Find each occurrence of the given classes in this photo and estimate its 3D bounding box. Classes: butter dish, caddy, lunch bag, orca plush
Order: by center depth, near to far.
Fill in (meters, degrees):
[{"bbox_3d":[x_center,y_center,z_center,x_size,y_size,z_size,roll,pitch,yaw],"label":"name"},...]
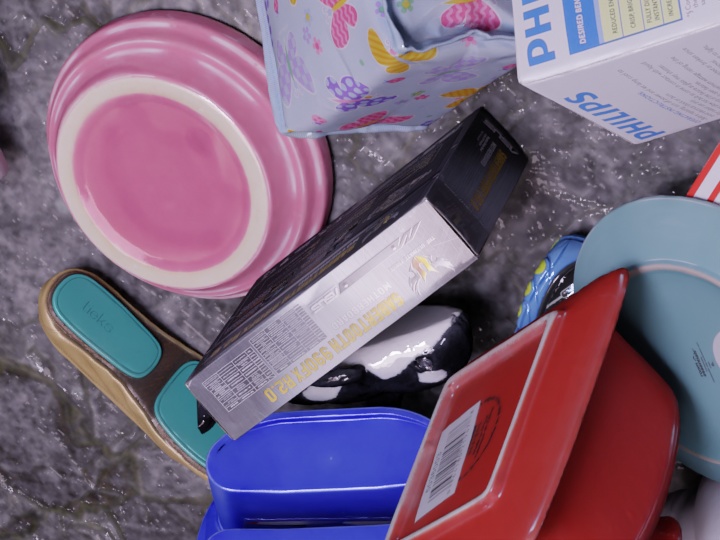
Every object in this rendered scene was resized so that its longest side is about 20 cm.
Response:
[{"bbox_3d":[0.017,-0.192,1.336,0.170,0.127,0.201,-32,69,61],"label":"lunch bag"},{"bbox_3d":[0.118,0.130,1.393,0.148,0.200,0.199,32,147,-15],"label":"butter dish"},{"bbox_3d":[-0.011,0.166,1.528,0.199,0.142,0.105,-3,151,10],"label":"caddy"},{"bbox_3d":[-0.010,0.078,1.542,0.200,0.105,0.071,-18,106,17],"label":"orca plush"}]

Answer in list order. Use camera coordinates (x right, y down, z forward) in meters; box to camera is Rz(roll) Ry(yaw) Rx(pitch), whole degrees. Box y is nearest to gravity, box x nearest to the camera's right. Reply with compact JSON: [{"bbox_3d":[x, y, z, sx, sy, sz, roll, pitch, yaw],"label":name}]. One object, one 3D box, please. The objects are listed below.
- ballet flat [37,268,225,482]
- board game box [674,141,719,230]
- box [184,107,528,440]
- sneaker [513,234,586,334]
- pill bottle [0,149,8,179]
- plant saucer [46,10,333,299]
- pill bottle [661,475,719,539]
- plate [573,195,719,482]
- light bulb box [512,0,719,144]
[{"bbox_3d":[-0.139,0.076,1.651,0.200,0.069,0.063,46,154,-2],"label":"ballet flat"},{"bbox_3d":[0.248,-0.004,1.345,0.151,0.046,0.200,41,142,13],"label":"board game box"},{"bbox_3d":[0.000,0.000,1.452,0.200,0.158,0.048,-38,100,25],"label":"box"},{"bbox_3d":[0.130,0.075,1.508,0.083,0.071,0.200,24,123,18],"label":"sneaker"},{"bbox_3d":[-0.306,-0.135,1.565,0.110,0.111,0.200,-14,111,31],"label":"pill bottle"},{"bbox_3d":[-0.117,-0.065,1.555,0.200,0.051,0.201,12,122,19],"label":"plant saucer"},{"bbox_3d":[0.271,0.155,1.464,0.200,0.112,0.112,-17,110,31],"label":"pill bottle"},{"bbox_3d":[0.198,0.049,1.382,0.200,0.026,0.201,28,137,29],"label":"plate"},{"bbox_3d":[0.186,-0.193,1.236,0.200,0.125,0.199,-15,69,32],"label":"light bulb box"}]
